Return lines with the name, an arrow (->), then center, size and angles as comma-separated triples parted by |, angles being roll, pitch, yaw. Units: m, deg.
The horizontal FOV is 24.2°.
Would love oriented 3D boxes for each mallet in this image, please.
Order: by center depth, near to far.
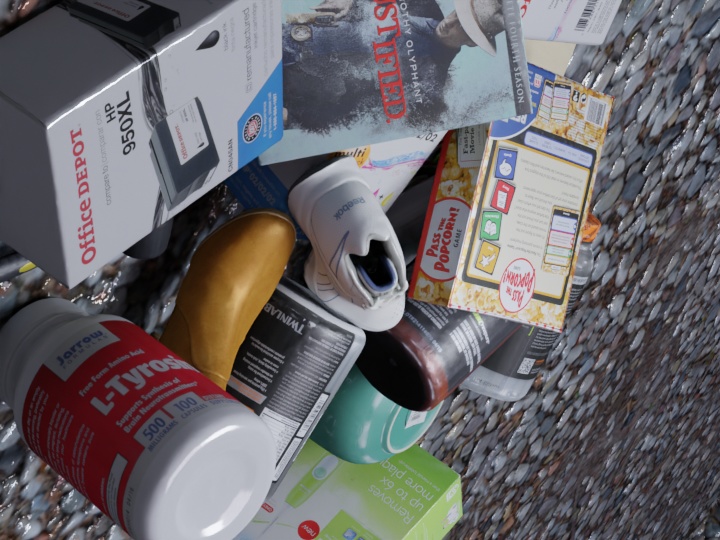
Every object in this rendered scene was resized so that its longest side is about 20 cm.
mallet -> -0.202, -0.024, 1.123 | 0.200, 0.041, 0.066 | -20, 138, -46

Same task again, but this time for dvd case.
dvd case -> 0.013, -0.158, 1.164 | 0.200, 0.022, 0.146 | -11, 118, -2

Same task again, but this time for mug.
mug -> 0.007, 0.093, 1.520 | 0.152, 0.114, 0.185 | -50, 154, -14

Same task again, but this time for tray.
tray -> 0.055, -0.041, 1.459 | 0.107, 0.022, 0.200 | -28, 168, 1

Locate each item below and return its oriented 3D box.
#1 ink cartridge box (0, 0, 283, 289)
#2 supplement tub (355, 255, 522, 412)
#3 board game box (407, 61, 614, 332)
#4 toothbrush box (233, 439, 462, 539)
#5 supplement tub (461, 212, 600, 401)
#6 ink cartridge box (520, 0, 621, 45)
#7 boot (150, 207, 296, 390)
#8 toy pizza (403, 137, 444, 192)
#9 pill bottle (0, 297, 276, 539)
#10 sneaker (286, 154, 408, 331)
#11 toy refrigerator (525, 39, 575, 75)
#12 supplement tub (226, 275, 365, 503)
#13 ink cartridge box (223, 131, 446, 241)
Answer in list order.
ink cartridge box -> -0.145, -0.105, 1.067 | 0.200, 0.084, 0.145 | -39, 149, -31
supplement tub -> 0.088, 0.023, 1.433 | 0.200, 0.107, 0.107 | -40, 150, -27
board game box -> 0.123, -0.060, 1.336 | 0.151, 0.046, 0.200 | 14, 89, -47
toothbrush box -> -0.019, 0.245, 1.614 | 0.200, 0.146, 0.086 | -45, 152, -22
supplement tub -> 0.153, 0.019, 1.682 | 0.122, 0.122, 0.200 | 0, 120, -60
ink cartridge box -> 0.156, -0.272, 1.399 | 0.200, 0.084, 0.145 | -8, 125, -57
boot -> -0.106, 0.063, 1.221 | 0.071, 0.144, 0.201 | 26, 122, -26
toy pizza -> 0.081, -0.093, 1.429 | 0.200, 0.032, 0.200 | -27, 169, -6
pill bottle -> -0.160, 0.099, 1.130 | 0.112, 0.200, 0.112 | -30, 136, -34
sneaker -> 0.000, 0.000, 1.261 | 0.074, 0.087, 0.200 | -33, 149, -5
toy refrigerator -> 0.104, -0.180, 1.436 | 0.200, 0.070, 0.076 | -11, 125, -59
supplement tub -> -0.094, 0.104, 1.351 | 0.200, 0.122, 0.123 | -58, 154, 4
ink cartridge box -> 0.002, -0.116, 1.263 | 0.115, 0.068, 0.200 | 10, 123, -50
